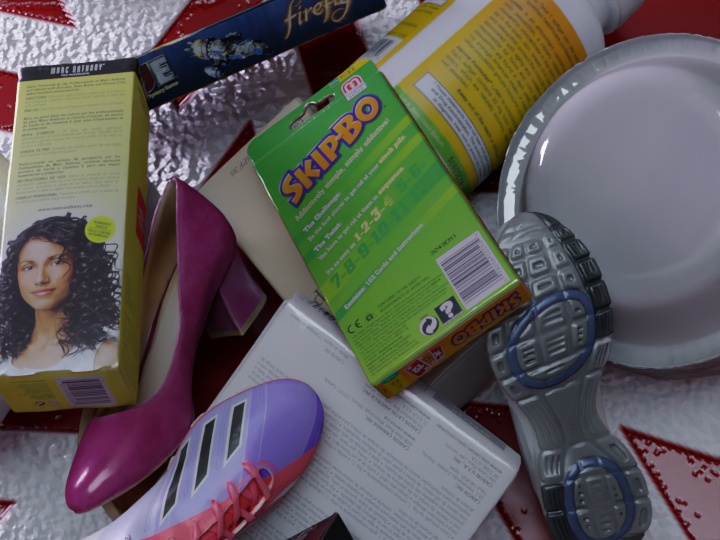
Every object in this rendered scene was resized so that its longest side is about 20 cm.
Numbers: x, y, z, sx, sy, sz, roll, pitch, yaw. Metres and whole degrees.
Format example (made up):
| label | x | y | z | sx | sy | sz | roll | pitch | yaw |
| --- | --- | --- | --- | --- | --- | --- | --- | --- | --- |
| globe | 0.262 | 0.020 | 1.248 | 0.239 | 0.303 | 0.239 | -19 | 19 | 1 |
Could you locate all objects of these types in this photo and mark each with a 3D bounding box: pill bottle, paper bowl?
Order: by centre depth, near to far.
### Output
| label | x | y | z | sx | sy | sz | roll | pitch | yaw |
| --- | --- | --- | --- | --- | --- | --- | --- | --- | --- |
| paper bowl | 0.177 | -0.041 | 0.869 | 0.200 | 0.104 | 0.202 | -6 | 77 | 26 |
| pill bottle | 0.086 | -0.139 | 0.953 | 0.200 | 0.111 | 0.111 | -42 | 68 | -11 |

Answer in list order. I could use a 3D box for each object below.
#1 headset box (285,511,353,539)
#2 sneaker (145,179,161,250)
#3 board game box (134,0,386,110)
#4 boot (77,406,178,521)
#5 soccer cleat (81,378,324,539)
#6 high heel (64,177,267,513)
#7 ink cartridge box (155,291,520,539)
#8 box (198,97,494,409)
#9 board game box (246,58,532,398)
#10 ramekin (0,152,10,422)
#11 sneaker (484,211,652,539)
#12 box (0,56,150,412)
| label | x | y | z | sx | sy | sz | roll | pitch | yaw |
| --- | --- | --- | --- | --- | --- | --- | --- | --- | --- |
| headset box | -0.048 | 0.234 | 0.774 | 0.199 | 0.077 | 0.149 | -30 | 92 | 13 |
| sneaker | -0.213 | -0.003 | 0.933 | 0.074 | 0.116 | 0.200 | 38 | 78 | 18 |
| board game box | -0.088 | -0.145 | 0.969 | 0.199 | 0.135 | 0.035 | -24 | 99 | -3 |
| boot | -0.086 | 0.131 | 0.881 | 0.154 | 0.077 | 0.201 | -6 | 63 | 3 |
| soccer cleat | -0.093 | 0.135 | 0.761 | 0.200 | 0.067 | 0.076 | -38 | 25 | -7 |
| high heel | -0.124 | 0.039 | 0.836 | 0.067 | 0.096 | 0.200 | -7 | 36 | 43 |
| ink cartridge box | -0.031 | 0.139 | 0.832 | 0.161 | 0.050 | 0.200 | 36 | 98 | 5 |
| box | 0.000 | 0.000 | 0.915 | 0.095 | 0.078 | 0.200 | -44 | 67 | 5 |
| board game box | 0.009 | -0.031 | 0.830 | 0.095 | 0.030 | 0.200 | -35 | 53 | 7 |
| ramekin | -0.290 | 0.011 | 0.887 | 0.199 | 0.105 | 0.202 | -4 | 84 | 42 |
| sneaker | 0.105 | 0.064 | 0.839 | 0.074 | 0.087 | 0.201 | -13 | 102 | -7 |
| box | -0.159 | -0.023 | 0.828 | 0.075 | 0.050 | 0.201 | -5 | 60 | 4 |
